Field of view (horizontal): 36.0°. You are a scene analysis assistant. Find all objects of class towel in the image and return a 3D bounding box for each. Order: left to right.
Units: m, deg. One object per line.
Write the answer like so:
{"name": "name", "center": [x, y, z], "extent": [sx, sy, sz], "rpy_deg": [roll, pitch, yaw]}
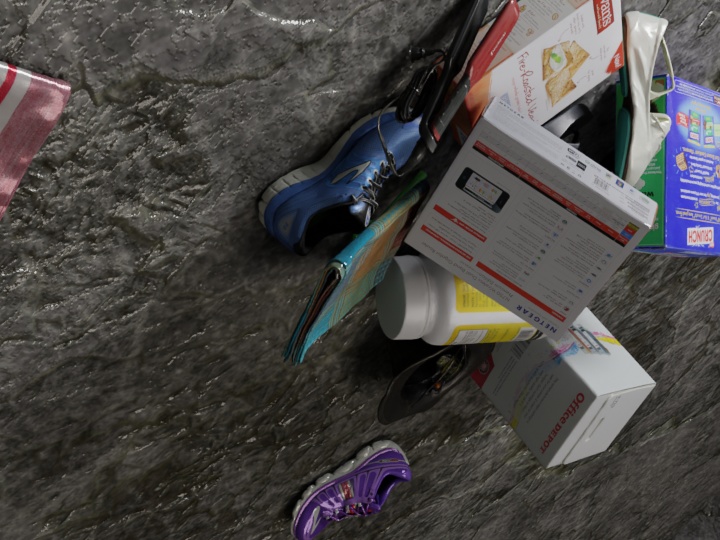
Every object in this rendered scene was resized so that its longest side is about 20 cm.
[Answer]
{"name": "towel", "center": [-0.328, -0.102, 0.820], "extent": [0.199, 0.023, 0.145], "rpy_deg": [10, 123, -49]}
{"name": "towel", "center": [0.000, 0.000, 1.130], "extent": [0.200, 0.022, 0.148], "rpy_deg": [-43, 165, -49]}

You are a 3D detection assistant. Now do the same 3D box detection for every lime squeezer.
{"name": "lime squeezer", "center": [0.012, -0.023, 1.236], "extent": [0.070, 0.038, 0.201], "rpy_deg": [-2, 131, -43]}

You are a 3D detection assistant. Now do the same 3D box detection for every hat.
{"name": "hat", "center": [0.081, 0.110, 1.427], "extent": [0.199, 0.081, 0.201], "rpy_deg": [-31, 157, -15]}

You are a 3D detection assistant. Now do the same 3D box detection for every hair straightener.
{"name": "hair straightener", "center": [0.075, -0.184, 1.070], "extent": [0.202, 0.076, 0.041], "rpy_deg": [-61, 156, -1]}

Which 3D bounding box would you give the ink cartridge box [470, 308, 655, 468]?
{"name": "ink cartridge box", "center": [0.277, 0.147, 1.550], "extent": [0.143, 0.201, 0.146], "rpy_deg": [-4, 134, -41]}

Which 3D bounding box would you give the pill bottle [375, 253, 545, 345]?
{"name": "pill bottle", "center": [0.125, 0.029, 1.309], "extent": [0.197, 0.115, 0.115], "rpy_deg": [-1, 134, -21]}

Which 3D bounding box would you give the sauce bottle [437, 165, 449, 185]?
{"name": "sauce bottle", "center": [0.157, -0.078, 1.287], "extent": [0.065, 0.065, 0.199], "rpy_deg": [-48, 147, 14]}

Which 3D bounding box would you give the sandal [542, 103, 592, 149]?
{"name": "sandal", "center": [0.202, -0.132, 1.232], "extent": [0.199, 0.043, 0.076], "rpy_deg": [-34, 178, -46]}

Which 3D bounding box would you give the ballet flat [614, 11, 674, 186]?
{"name": "ballet flat", "center": [0.319, -0.187, 1.242], "extent": [0.069, 0.069, 0.203], "rpy_deg": [-15, 111, -32]}

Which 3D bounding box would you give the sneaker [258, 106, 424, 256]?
{"name": "sneaker", "center": [-0.001, -0.083, 1.103], "extent": [0.199, 0.089, 0.079], "rpy_deg": [-37, 148, -2]}

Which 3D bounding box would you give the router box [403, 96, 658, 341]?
{"name": "router box", "center": [0.169, -0.049, 1.132], "extent": [0.180, 0.199, 0.049], "rpy_deg": [-57, 179, 40]}

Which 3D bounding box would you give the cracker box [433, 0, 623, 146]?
{"name": "cracker box", "center": [0.180, -0.215, 1.151], "extent": [0.199, 0.058, 0.134], "rpy_deg": [-37, 148, -5]}

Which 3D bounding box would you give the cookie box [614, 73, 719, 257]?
{"name": "cookie box", "center": [0.379, -0.121, 1.345], "extent": [0.170, 0.075, 0.204], "rpy_deg": [4, 86, -47]}

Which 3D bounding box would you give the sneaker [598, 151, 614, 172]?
{"name": "sneaker", "center": [0.306, -0.079, 1.418], "extent": [0.199, 0.077, 0.112], "rpy_deg": [-37, 153, -11]}

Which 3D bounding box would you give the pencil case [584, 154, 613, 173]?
{"name": "pencil case", "center": [0.221, -0.080, 1.241], "extent": [0.089, 0.078, 0.199], "rpy_deg": [-33, 176, 30]}

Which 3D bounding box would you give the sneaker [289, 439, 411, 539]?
{"name": "sneaker", "center": [-0.014, 0.326, 1.587], "extent": [0.199, 0.084, 0.081], "rpy_deg": [-37, 147, -1]}
